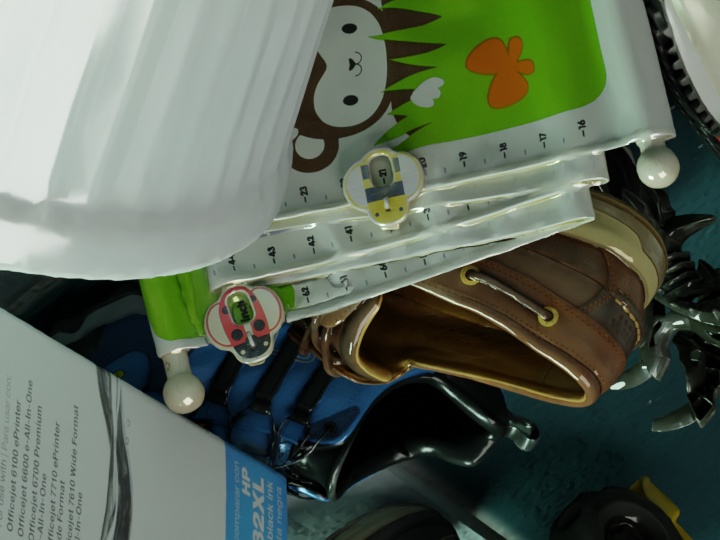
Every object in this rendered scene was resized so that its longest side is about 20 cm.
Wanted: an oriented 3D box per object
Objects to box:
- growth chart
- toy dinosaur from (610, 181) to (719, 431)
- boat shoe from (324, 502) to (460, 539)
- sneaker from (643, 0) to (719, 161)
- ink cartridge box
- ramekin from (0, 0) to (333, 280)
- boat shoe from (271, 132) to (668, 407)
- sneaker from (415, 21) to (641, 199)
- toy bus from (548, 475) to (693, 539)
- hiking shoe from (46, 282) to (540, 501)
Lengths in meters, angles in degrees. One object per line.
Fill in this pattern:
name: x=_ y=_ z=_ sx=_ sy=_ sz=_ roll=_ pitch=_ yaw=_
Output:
growth chart: x=0.005 y=-0.055 z=0.855 sx=0.200 sy=0.145 sz=0.018 roll=-23 pitch=164 yaw=7
toy dinosaur: x=0.163 y=0.016 z=0.903 sx=0.200 sy=0.136 sz=0.102 roll=-59 pitch=142 yaw=-37
boat shoe: x=-0.015 y=0.171 z=1.065 sx=0.200 sy=0.073 sz=0.075 roll=-39 pitch=157 yaw=-40
sneaker: x=0.158 y=-0.086 z=0.962 sx=0.093 sy=0.070 sz=0.200 roll=-41 pitch=141 yaw=5
ink cartridge box: x=-0.135 y=0.087 z=0.872 sx=0.145 sy=0.084 sz=0.200 roll=-12 pitch=153 yaw=27
ramekin: x=-0.099 y=-0.093 z=0.714 sx=0.200 sy=0.201 sz=0.098 roll=6 pitch=121 yaw=-33
boat shoe: x=0.000 y=0.000 z=0.885 sx=0.200 sy=0.068 sz=0.072 roll=10 pitch=150 yaw=18
sneaker: x=0.062 y=-0.027 z=0.947 sx=0.076 sy=0.088 sz=0.200 roll=-36 pitch=139 yaw=9
toy bus: x=0.117 y=0.211 z=1.097 sx=0.200 sy=0.192 sz=0.136 roll=-45 pitch=168 yaw=-48
hiking shoe: x=-0.038 y=0.048 z=0.968 sx=0.200 sy=0.087 sz=0.074 roll=-13 pitch=137 yaw=-17
